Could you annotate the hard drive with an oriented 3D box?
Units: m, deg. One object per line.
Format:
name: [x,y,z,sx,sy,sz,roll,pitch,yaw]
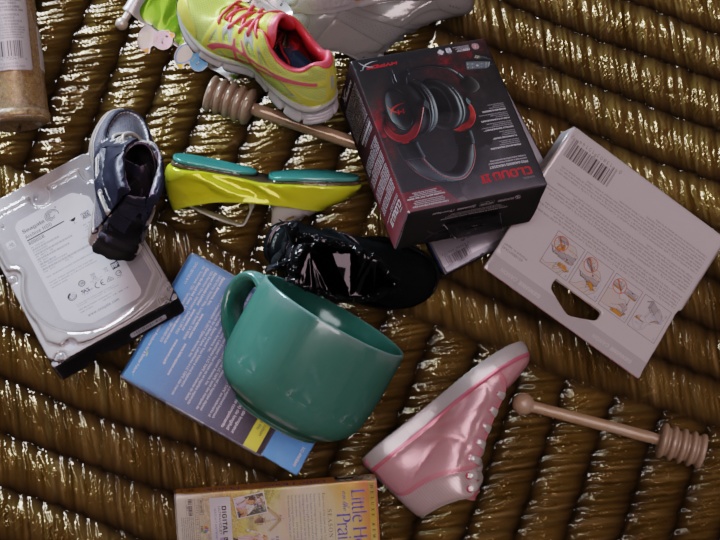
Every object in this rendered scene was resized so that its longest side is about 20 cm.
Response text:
hard drive: [-0.278,-0.009,1.659,0.140,0.038,0.200,-29,62,-7]

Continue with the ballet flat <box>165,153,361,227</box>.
ballet flat: [-0.100,-0.075,1.711,0.199,0.067,0.067,6,102,-1]

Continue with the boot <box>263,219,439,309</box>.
boot: [0.001,-0.001,1.635,0.198,0.162,0.074,16,92,-15]

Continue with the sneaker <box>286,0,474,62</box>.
sneaker: [0.021,-0.255,1.745,0.199,0.076,0.092,-6,109,-13]

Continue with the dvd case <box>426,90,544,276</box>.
dvd case: [0.106,-0.115,1.744,0.150,0.025,0.200,-26,85,-8]

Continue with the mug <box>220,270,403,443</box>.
mug: [-0.056,0.086,1.588,0.152,0.185,0.115,28,96,-20]

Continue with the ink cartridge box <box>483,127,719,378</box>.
ink cartridge box: [0.243,-0.017,1.714,0.200,0.045,0.176,36,79,-8]

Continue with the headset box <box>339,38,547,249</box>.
headset box: [0.082,-0.117,1.653,0.148,0.075,0.200,-11,64,-17]

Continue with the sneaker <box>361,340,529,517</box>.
sneaker: [0.108,0.164,1.677,0.200,0.075,0.105,-39,82,-1]

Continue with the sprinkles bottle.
sprinkles bottle: [-0.358,-0.243,1.707,0.068,0.068,0.201,-7,82,-5]

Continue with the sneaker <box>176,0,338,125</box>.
sneaker: [-0.097,-0.234,1.680,0.200,0.090,0.078,34,58,12]

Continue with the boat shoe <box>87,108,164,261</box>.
boat shoe: [-0.220,-0.108,1.641,0.075,0.093,0.200,14,44,-22]

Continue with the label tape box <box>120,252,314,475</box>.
label tape box: [-0.117,0.094,1.678,0.200,0.066,0.144,30,81,-2]

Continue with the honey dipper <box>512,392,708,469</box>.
honey dipper: [0.251,0.157,1.710,0.199,0.038,0.038,16,81,0]

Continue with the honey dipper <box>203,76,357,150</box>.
honey dipper: [-0.061,-0.147,1.713,0.200,0.038,0.038,20,81,5]

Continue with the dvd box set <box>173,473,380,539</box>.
dvd box set: [-0.079,0.279,1.654,0.199,0.029,0.147,-5,97,-5]

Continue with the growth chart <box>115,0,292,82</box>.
growth chart: [-0.141,-0.267,1.753,0.200,0.018,0.145,22,81,0]
